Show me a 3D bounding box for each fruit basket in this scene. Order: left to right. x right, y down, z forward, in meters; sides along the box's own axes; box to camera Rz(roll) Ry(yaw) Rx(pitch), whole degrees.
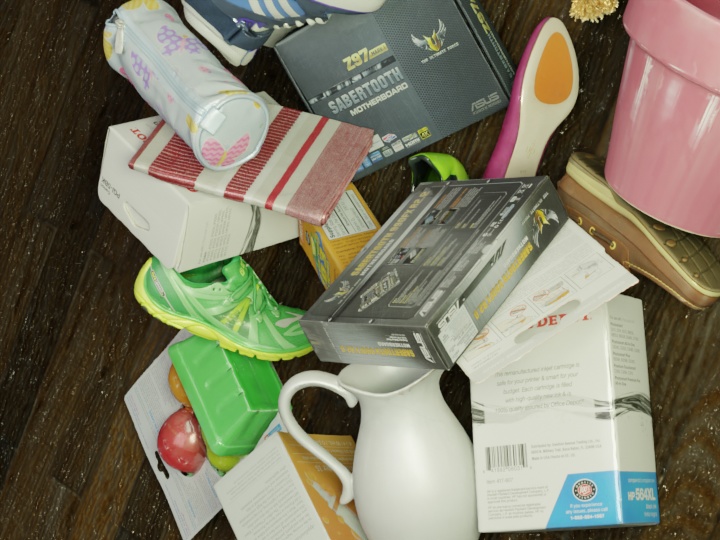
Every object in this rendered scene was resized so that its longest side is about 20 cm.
[{"bbox_3d":[-0.159,0.153,1.719,0.200,0.093,0.186,-50,57,38],"label":"fruit basket"}]

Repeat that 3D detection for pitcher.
[{"bbox_3d":[0.023,0.171,1.502,0.170,0.121,0.202,-8,112,10],"label":"pitcher"}]

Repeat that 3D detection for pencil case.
[{"bbox_3d":[-0.165,-0.178,1.556,0.083,0.091,0.200,-40,54,-4],"label":"pencil case"}]

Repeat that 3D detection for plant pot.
[{"bbox_3d":[0.290,-0.136,1.363,0.200,0.199,0.180,39,121,33],"label":"plant pot"}]

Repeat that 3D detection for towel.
[{"bbox_3d":[-0.101,-0.110,1.570,0.198,0.144,0.023,16,132,14],"label":"towel"}]

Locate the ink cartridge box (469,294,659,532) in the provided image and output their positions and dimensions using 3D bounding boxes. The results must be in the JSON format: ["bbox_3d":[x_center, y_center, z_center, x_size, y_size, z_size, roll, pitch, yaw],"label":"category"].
[{"bbox_3d":[0.177,0.126,1.462,0.145,0.084,0.202,-9,78,36],"label":"ink cartridge box"}]

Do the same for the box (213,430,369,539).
[{"bbox_3d":[-0.033,0.263,1.572,0.097,0.124,0.201,-41,63,24],"label":"box"}]

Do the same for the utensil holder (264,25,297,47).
[{"bbox_3d":[-0.040,-0.332,1.634,0.199,0.169,0.172,-27,69,33],"label":"utensil holder"}]

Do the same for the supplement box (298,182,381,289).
[{"bbox_3d":[0.000,0.000,1.571,0.201,0.068,0.067,-119,21,-49],"label":"supplement box"}]

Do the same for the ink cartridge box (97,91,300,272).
[{"bbox_3d":[-0.137,-0.092,1.642,0.147,0.199,0.083,42,132,32],"label":"ink cartridge box"}]

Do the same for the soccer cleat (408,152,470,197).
[{"bbox_3d":[0.063,-0.012,1.566,0.067,0.081,0.203,-2,83,36],"label":"soccer cleat"}]

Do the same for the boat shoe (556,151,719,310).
[{"bbox_3d":[0.240,-0.024,1.449,0.200,0.072,0.068,48,120,39],"label":"boat shoe"}]

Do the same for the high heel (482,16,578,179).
[{"bbox_3d":[0.146,-0.132,1.531,0.096,0.067,0.203,14,103,59],"label":"high heel"}]

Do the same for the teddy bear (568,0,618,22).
[{"bbox_3d":[0.206,-0.324,1.513,0.144,0.067,0.202,-12,77,32],"label":"teddy bear"}]

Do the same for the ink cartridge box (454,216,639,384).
[{"bbox_3d":[0.137,0.029,1.399,0.160,0.050,0.200,-33,28,-3],"label":"ink cartridge box"}]

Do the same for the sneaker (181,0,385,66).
[{"bbox_3d":[-0.075,-0.248,1.562,0.198,0.081,0.147,19,140,4],"label":"sneaker"}]

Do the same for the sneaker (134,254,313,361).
[{"bbox_3d":[-0.121,0.030,1.631,0.074,0.198,0.084,-110,42,-63],"label":"sneaker"}]

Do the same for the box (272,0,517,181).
[{"bbox_3d":[0.036,-0.195,1.584,0.199,0.051,0.159,-23,104,31],"label":"box"}]

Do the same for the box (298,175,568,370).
[{"bbox_3d":[0.063,0.000,1.421,0.157,0.049,0.200,-1,38,47],"label":"box"}]
